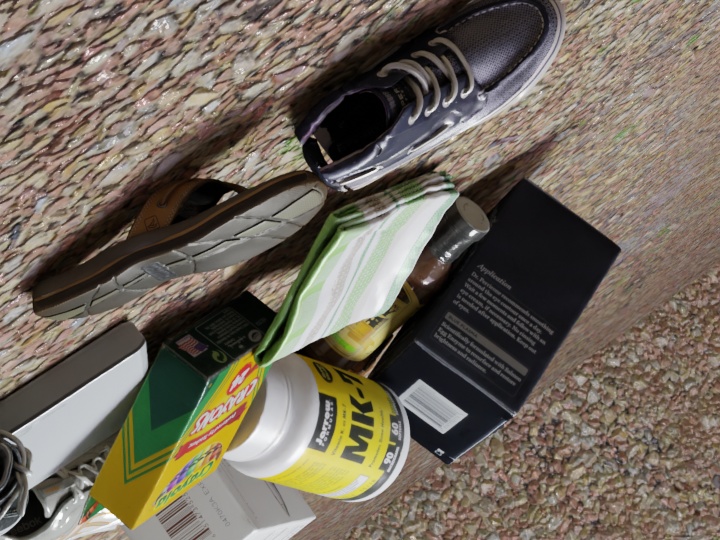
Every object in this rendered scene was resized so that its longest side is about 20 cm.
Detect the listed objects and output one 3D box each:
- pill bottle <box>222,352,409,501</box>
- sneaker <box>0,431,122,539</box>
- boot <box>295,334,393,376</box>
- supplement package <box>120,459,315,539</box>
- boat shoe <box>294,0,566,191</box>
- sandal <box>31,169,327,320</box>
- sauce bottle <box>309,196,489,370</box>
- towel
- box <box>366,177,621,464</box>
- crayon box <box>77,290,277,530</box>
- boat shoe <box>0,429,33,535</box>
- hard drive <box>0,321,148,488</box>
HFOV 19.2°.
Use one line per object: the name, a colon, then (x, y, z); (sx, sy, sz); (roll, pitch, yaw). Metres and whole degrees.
pill bottle: (-0.056, 0.132, 1.858); (0.114, 0.114, 0.200); (-41, 146, 21)
sneaker: (-0.240, 0.187, 1.776); (0.200, 0.076, 0.092); (-34, 164, -16)
boot: (-0.053, 0.097, 1.984); (0.155, 0.074, 0.200); (-44, 170, 12)
supplement package: (-0.147, 0.242, 2.141); (0.117, 0.117, 0.200); (-38, 169, 10)
boat shoe: (0.046, -0.118, 1.376); (0.200, 0.075, 0.093); (-37, 176, 8)
sandal: (-0.119, -0.025, 1.346); (0.200, 0.055, 0.082); (-23, 164, 7)
sauce bottle: (0.033, 0.009, 1.884); (0.200, 0.065, 0.065); (-45, 166, 28)
towel: (0.000, 0.000, 1.695); (0.200, 0.031, 0.149); (-26, 147, -60)
box: (0.115, 0.050, 1.955); (0.200, 0.117, 0.197); (-55, -177, -24)
crayon box: (-0.141, 0.123, 1.695); (0.127, 0.051, 0.200); (-34, 157, -55)
boat shoe: (-0.261, 0.141, 1.467); (0.068, 0.074, 0.199); (-8, 158, 12)
hard drive: (-0.221, 0.108, 1.625); (0.132, 0.026, 0.200); (-34, 169, -13)
